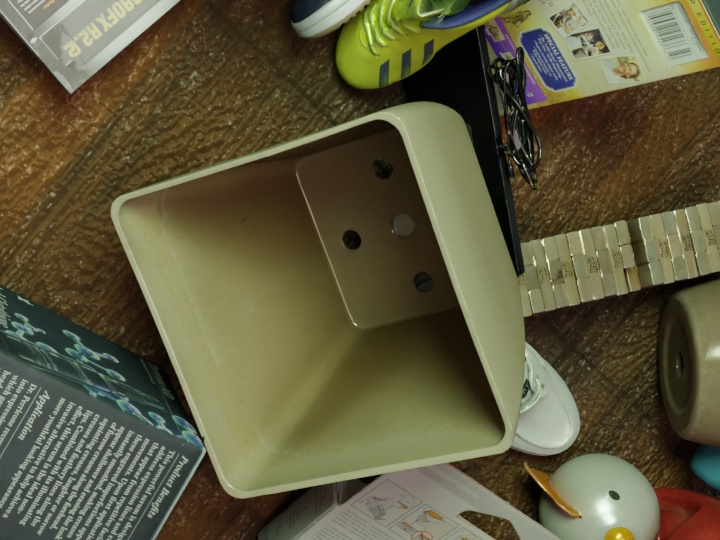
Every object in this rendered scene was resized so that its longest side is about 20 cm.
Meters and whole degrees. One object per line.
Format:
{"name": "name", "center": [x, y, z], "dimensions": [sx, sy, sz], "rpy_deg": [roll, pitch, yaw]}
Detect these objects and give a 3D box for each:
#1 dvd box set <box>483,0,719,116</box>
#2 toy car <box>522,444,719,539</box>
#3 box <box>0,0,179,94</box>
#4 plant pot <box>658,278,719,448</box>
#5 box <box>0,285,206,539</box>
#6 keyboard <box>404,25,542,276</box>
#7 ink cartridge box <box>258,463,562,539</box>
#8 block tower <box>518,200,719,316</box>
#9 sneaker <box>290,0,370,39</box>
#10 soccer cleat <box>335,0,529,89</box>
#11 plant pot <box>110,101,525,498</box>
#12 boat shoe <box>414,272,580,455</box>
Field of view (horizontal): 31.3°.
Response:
{"name": "dvd box set", "center": [0.130, -0.180, 0.830], "dimensions": [0.147, 0.199, 0.029], "rpy_deg": [54, 54, -23]}
{"name": "toy car", "center": [0.210, 0.207, 0.991], "dimensions": [0.198, 0.177, 0.186], "rpy_deg": [26, 98, -12]}
{"name": "box", "center": [-0.156, -0.234, 0.785], "dimensions": [0.200, 0.048, 0.159], "rpy_deg": [-42, 115, -4]}
{"name": "plant pot", "center": [0.328, 0.071, 0.987], "dimensions": [0.172, 0.200, 0.203], "rpy_deg": [-1, 106, -3]}
{"name": "box", "center": [-0.217, 0.088, 0.801], "dimensions": [0.199, 0.148, 0.108], "rpy_deg": [31, 94, -25]}
{"name": "keyboard", "center": [0.086, -0.089, 0.892], "dimensions": [0.039, 0.103, 0.202], "rpy_deg": [-27, 112, -41]}
{"name": "ink cartridge box", "center": [0.053, 0.209, 0.952], "dimensions": [0.199, 0.045, 0.176], "rpy_deg": [36, 118, -25]}
{"name": "block tower", "center": [0.193, -0.008, 0.967], "dimensions": [0.198, 0.058, 0.055], "rpy_deg": [-11, 85, -18]}
{"name": "sneaker", "center": [-0.003, -0.253, 0.824], "dimensions": [0.108, 0.070, 0.201], "rpy_deg": [41, 84, -27]}
{"name": "soccer cleat", "center": [0.041, -0.167, 0.807], "dimensions": [0.084, 0.199, 0.065], "rpy_deg": [-34, 97, -45]}
{"name": "plant pot", "center": [0.000, 0.000, 0.808], "dimensions": [0.198, 0.177, 0.202], "rpy_deg": [-14, 103, 27]}
{"name": "boat shoe", "center": [0.101, 0.083, 0.960], "dimensions": [0.200, 0.067, 0.074], "rpy_deg": [39, 90, -25]}
